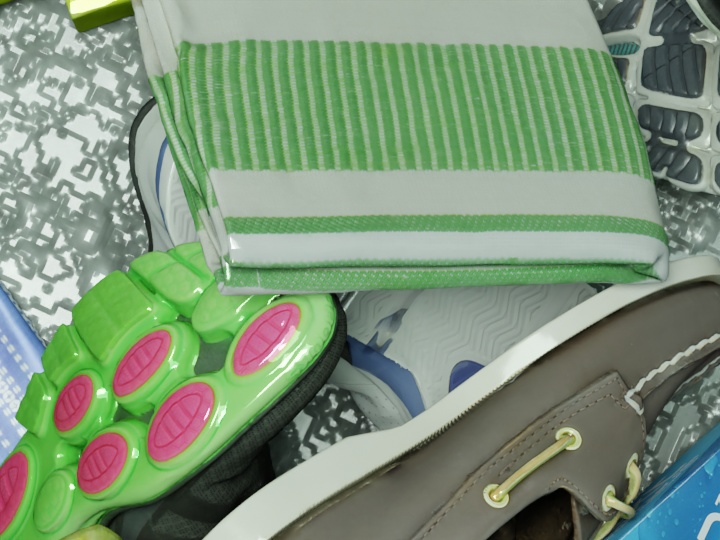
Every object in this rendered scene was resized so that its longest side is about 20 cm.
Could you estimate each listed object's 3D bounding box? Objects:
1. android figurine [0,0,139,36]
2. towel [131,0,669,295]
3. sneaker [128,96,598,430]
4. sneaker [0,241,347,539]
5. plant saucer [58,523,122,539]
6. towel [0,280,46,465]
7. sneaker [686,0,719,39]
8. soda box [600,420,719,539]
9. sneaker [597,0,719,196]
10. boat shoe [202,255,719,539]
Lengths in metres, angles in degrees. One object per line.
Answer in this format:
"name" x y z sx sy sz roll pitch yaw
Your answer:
"android figurine" -0.055 -0.157 0.872 0.200 0.041 0.182 -18 86 -1
"towel" -0.001 -0.077 0.774 0.152 0.023 0.200 -1 52 -26
"sneaker" -0.001 0.000 0.845 0.199 0.115 0.081 41 87 -28
"sneaker" -0.057 0.062 0.783 0.084 0.200 0.077 6 47 -35
"plant saucer" -0.125 0.187 0.773 0.200 0.200 0.048 -25 47 -3
"towel" -0.209 0.047 0.860 0.200 0.024 0.145 -36 89 -4
"sneaker" 0.112 -0.113 0.786 0.200 0.088 0.076 40 112 20
"soda box" 0.134 0.069 0.810 0.200 0.068 0.064 -38 86 -29
"sneaker" 0.168 -0.045 0.854 0.200 0.080 0.078 9 76 17
"boat shoe" 0.041 0.061 0.756 0.200 0.072 0.060 -29 71 -30
